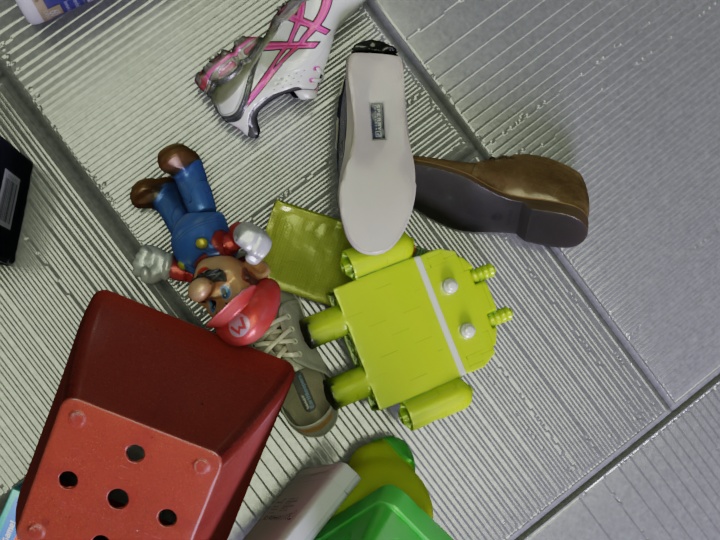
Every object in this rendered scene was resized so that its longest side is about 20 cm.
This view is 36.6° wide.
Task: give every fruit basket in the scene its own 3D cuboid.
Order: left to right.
[{"bbox_3d":[0.021,0.258,0.997,0.156,0.216,0.216,45,84,-2],"label":"fruit basket"}]

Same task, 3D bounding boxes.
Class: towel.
[{"bbox_3d":[0.000,0.000,1.057,0.200,0.018,0.086,18,76,-11],"label":"towel"}]

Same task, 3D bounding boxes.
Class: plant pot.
[{"bbox_3d":[-0.189,0.161,0.939,0.200,0.176,0.200,22,103,-3],"label":"plant pot"}]

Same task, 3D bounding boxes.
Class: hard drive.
[{"bbox_3d":[-0.089,0.256,0.965,0.027,0.132,0.200,45,66,-6],"label":"hard drive"}]

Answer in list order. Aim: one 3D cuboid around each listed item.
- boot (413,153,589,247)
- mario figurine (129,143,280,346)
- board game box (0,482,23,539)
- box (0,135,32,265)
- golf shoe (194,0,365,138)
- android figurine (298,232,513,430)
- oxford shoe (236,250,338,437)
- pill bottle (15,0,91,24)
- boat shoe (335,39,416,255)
[{"bbox_3d":[0.129,-0.083,1.079,0.200,0.074,0.076,15,56,0],"label":"boot"},{"bbox_3d":[-0.148,-0.018,0.988,0.106,0.124,0.200,-25,68,-20],"label":"mario figurine"},{"bbox_3d":[-0.257,0.306,1.016,0.200,0.045,0.152,22,85,-4],"label":"board game box"},{"bbox_3d":[-0.414,-0.077,0.972,0.200,0.148,0.107,11,85,-5],"label":"box"},{"bbox_3d":[-0.059,-0.214,1.057,0.200,0.073,0.092,-39,97,3],"label":"golf shoe"},{"bbox_3d":[0.049,0.054,1.033,0.200,0.041,0.182,-19,88,-15],"label":"android figurine"},{"bbox_3d":[-0.079,0.069,1.043,0.075,0.058,0.200,-28,88,-4],"label":"oxford shoe"},{"bbox_3d":[-0.243,-0.320,1.022,0.200,0.111,0.111,-26,89,-6],"label":"pill bottle"},{"bbox_3d":[0.012,-0.110,1.041,0.075,0.093,0.200,4,83,-5],"label":"boat shoe"}]
